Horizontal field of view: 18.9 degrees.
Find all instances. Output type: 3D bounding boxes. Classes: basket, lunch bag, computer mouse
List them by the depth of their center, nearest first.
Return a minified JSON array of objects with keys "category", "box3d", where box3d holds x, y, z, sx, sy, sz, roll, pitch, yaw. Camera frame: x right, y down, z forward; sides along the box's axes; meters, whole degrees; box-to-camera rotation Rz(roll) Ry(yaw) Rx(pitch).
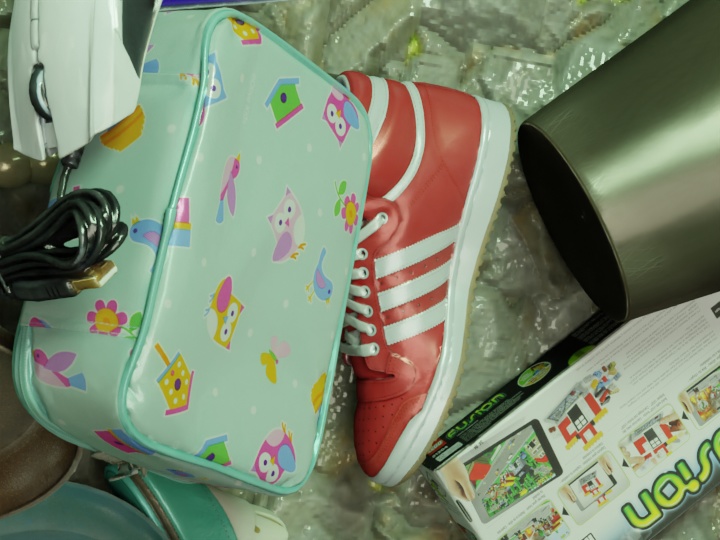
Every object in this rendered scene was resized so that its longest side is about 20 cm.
[{"category":"computer mouse","box3d":[-0.124,-0.083,0.883,0.044,0.110,0.200,24,68,-40]},{"category":"lunch bag","box3d":[-0.067,-0.001,0.945,0.160,0.077,0.200,31,68,-56]},{"category":"basket","box3d":[0.193,-0.067,1.090,0.200,0.136,0.181,-28,79,-8]}]

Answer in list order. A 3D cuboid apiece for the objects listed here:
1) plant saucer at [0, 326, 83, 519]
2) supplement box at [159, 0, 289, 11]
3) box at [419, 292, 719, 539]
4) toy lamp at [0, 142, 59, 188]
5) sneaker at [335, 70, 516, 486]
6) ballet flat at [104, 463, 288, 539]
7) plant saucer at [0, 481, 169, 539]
[{"category":"plant saucer","box3d":[-0.222,0.060,0.962,0.200,0.200,0.032,14,52,-20]},{"category":"supplement box","box3d":[-0.089,-0.222,0.987,0.103,0.101,0.200,-7,101,-18]},{"category":"box","box3d":[0.138,0.084,1.145,0.200,0.035,0.110,-36,108,-10]},{"category":"toy lamp","box3d":[-0.178,-0.049,1.009,0.200,0.058,0.058,-5,100,-21]},{"category":"sneaker","box3d":[0.000,0.000,1.067,0.112,0.071,0.200,15,85,-24]},{"category":"ballet flat","box3d":[-0.060,0.159,1.076,0.070,0.067,0.200,-30,112,-18]},{"category":"plant saucer","box3d":[-0.164,0.191,0.997,0.200,0.200,0.027,-39,145,-10]}]
